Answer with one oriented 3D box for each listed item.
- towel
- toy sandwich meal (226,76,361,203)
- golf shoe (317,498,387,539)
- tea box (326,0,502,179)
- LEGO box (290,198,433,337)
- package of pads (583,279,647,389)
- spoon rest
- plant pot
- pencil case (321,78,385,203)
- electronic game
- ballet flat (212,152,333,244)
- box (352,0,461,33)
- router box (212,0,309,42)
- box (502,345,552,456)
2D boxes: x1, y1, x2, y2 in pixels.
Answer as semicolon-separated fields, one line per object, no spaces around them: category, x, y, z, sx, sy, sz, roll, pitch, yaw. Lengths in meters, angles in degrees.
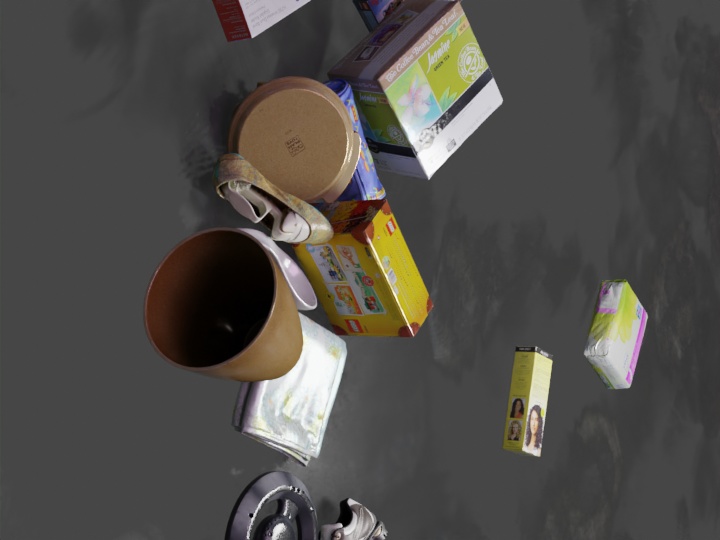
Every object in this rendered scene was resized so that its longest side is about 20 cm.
towel;-0.099;0.164;1.669;0.171;0.048;0.202;36;61;-48
toy sandwich meal;-0.095;-0.183;1.635;0.203;0.070;0.208;-6;111;-16
golf shoe;-0.044;0.432;1.733;0.095;0.077;0.201;51;47;-17
tea box;0.088;-0.287;1.818;0.200;0.133;0.198;-47;126;-21
LEGO box;0.000;0.000;1.720;0.077;0.148;0.201;-53;130;-39
package of pads;0.560;0.137;2.537;0.155;0.068;0.202;47;53;-43
spoon rest;-0.123;-0.006;1.615;0.199;0.060;0.100;32;27;-47
plant pot;-0.153;0.071;1.511;0.200;0.184;0.188;47;52;-59
pencil case;-0.026;-0.187;1.742;0.087;0.077;0.202;-96;167;-66
electronic game;-0.124;0.386;1.637;0.199;0.041;0.203;4;85;-54
ballet flat;-0.123;-0.081;1.587;0.199;0.070;0.071;37;59;-23
box;0.086;-0.449;1.892;0.200;0.037;0.137;-51;129;-21
router box;-0.142;-0.442;1.617;0.200;0.048;0.181;-45;124;-44
box;0.323;0.252;2.233;0.075;0.050;0.202;25;69;-50
